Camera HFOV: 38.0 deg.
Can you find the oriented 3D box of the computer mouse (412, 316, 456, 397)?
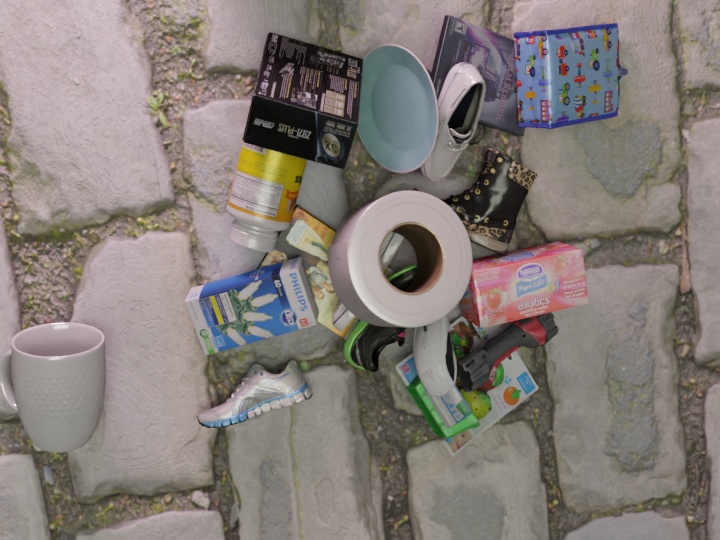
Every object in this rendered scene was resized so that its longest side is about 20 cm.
[{"bbox_3d":[0.116,0.105,1.718,0.108,0.044,0.204,-23,63,33],"label":"computer mouse"}]

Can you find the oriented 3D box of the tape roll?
[{"bbox_3d":[0.060,-0.014,1.618,0.199,0.139,0.207,1,88,-15],"label":"tape roll"}]

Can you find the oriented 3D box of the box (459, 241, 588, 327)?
[{"bbox_3d":[0.267,0.022,1.741,0.196,0.103,0.097,-12,102,-11],"label":"box"}]

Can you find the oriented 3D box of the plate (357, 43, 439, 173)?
[{"bbox_3d":[0.060,-0.256,1.652,0.025,0.198,0.204,-19,105,-38],"label":"plate"}]

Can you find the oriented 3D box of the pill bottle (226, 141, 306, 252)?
[{"bbox_3d":[-0.151,-0.138,1.675,0.107,0.109,0.204,15,100,-8],"label":"pill bottle"}]

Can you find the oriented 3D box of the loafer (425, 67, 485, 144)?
[{"bbox_3d":[0.125,-0.272,1.696,0.198,0.072,0.073,35,95,-12],"label":"loafer"}]

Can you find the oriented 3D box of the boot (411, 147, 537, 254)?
[{"bbox_3d":[0.188,-0.131,1.730,0.197,0.073,0.153,25,98,-12],"label":"boot"}]

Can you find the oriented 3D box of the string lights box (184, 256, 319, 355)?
[{"bbox_3d":[-0.176,0.058,1.714,0.196,0.059,0.104,-16,109,9],"label":"string lights box"}]

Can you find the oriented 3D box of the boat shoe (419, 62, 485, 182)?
[{"bbox_3d":[0.143,-0.220,1.628,0.072,0.066,0.203,-2,126,-23],"label":"boat shoe"}]

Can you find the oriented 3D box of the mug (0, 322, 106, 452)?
[{"bbox_3d":[-0.507,0.189,1.697,0.197,0.147,0.179,11,110,23],"label":"mug"}]

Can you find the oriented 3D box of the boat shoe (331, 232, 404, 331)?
[{"bbox_3d":[0.000,0.000,1.705,0.065,0.072,0.202,32,88,-6],"label":"boat shoe"}]

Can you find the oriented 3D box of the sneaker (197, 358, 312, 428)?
[{"bbox_3d":[-0.186,0.205,1.766,0.197,0.075,0.088,-19,92,-7],"label":"sneaker"}]

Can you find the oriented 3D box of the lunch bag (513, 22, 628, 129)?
[{"bbox_3d":[0.357,-0.319,1.698,0.197,0.094,0.154,-10,103,-25],"label":"lunch bag"}]

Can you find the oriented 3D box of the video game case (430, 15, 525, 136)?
[{"bbox_3d":[0.200,-0.310,1.681,0.197,0.019,0.146,12,94,-30],"label":"video game case"}]

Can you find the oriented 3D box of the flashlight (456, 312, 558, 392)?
[{"bbox_3d":[0.243,0.134,1.752,0.199,0.068,0.068,-34,83,-25],"label":"flashlight"}]

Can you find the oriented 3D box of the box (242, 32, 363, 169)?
[{"bbox_3d":[-0.085,-0.263,1.605,0.161,0.202,0.087,13,129,-9],"label":"box"}]

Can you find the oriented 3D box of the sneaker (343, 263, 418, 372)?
[{"bbox_3d":[0.052,0.079,1.730,0.083,0.077,0.202,34,99,19],"label":"sneaker"}]

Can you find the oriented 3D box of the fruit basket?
[{"bbox_3d":[0.185,0.184,1.780,0.198,0.094,0.187,-33,95,-8],"label":"fruit basket"}]

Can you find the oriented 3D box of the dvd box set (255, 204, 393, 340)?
[{"bbox_3d":[-0.063,0.006,1.752,0.198,0.029,0.148,34,96,-10],"label":"dvd box set"}]
